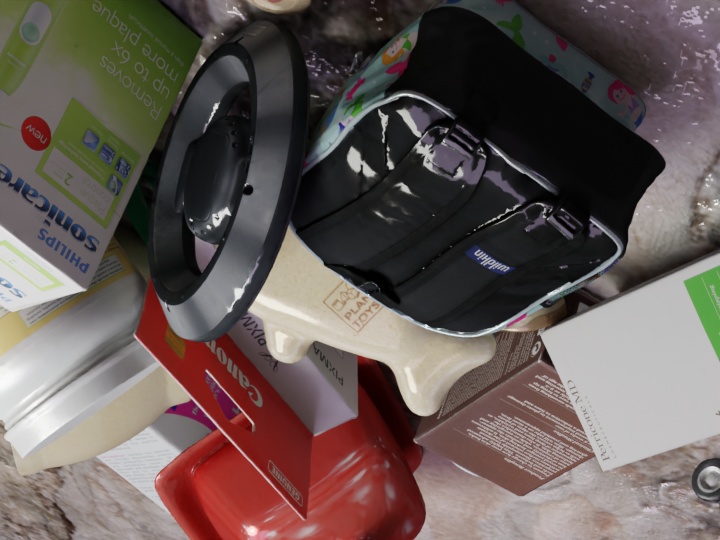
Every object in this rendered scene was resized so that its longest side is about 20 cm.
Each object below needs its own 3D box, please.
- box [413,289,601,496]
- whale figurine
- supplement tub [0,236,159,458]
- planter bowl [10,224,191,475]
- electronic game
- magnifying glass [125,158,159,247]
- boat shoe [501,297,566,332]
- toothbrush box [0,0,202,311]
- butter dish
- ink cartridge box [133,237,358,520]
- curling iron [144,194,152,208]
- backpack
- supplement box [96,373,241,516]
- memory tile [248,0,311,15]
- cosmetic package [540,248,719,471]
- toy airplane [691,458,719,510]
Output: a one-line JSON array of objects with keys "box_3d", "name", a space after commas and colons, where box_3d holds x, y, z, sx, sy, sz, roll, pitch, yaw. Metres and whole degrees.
[{"box_3d": [0.131, 0.090, 1.422, 0.100, 0.075, 0.200, 28, 148, -13], "name": "box"}, {"box_3d": [0.000, 0.000, 1.294, 0.200, 0.104, 0.159, 42, 109, -1], "name": "whale figurine"}, {"box_3d": [-0.229, 0.008, 1.300, 0.200, 0.145, 0.145, 55, 147, 2], "name": "supplement tub"}, {"box_3d": [-0.197, 0.045, 1.471, 0.135, 0.200, 0.200, -7, 150, -6], "name": "planter bowl"}, {"box_3d": [-0.080, -0.055, 1.197, 0.042, 0.200, 0.200, 13, 155, -24], "name": "electronic game"}, {"box_3d": [-0.108, 0.000, 1.407, 0.022, 0.080, 0.200, -28, 119, 15], "name": "magnifying glass"}, {"box_3d": [0.048, 0.001, 1.348, 0.200, 0.071, 0.065, 1, 110, 31], "name": "boat shoe"}, {"box_3d": [-0.204, -0.100, 1.198, 0.086, 0.200, 0.146, -13, 135, 46], "name": "toothbrush box"}, {"box_3d": [-0.026, 0.190, 1.537, 0.148, 0.199, 0.200, 49, 171, 41], "name": "butter dish"}, {"box_3d": [-0.071, 0.044, 1.352, 0.045, 0.176, 0.200, -26, 123, 20], "name": "ink cartridge box"}, {"box_3d": [-0.115, -0.022, 1.448, 0.200, 0.026, 0.050, 33, 128, -11], "name": "curling iron"}, {"box_3d": [0.058, -0.057, 1.146, 0.177, 0.151, 0.200, 34, 141, -12], "name": "backpack"}, {"box_3d": [-0.136, 0.140, 1.650, 0.103, 0.101, 0.200, -10, 138, 43], "name": "supplement box"}, {"box_3d": [-0.103, -0.223, 1.115, 0.200, 0.017, 0.153, 26, 150, -6], "name": "memory tile"}, {"box_3d": [0.219, 0.047, 1.240, 0.200, 0.085, 0.108, -31, 83, 53], "name": "cosmetic package"}, {"box_3d": [0.339, 0.155, 1.323, 0.199, 0.141, 0.200, 40, -179, -8], "name": "toy airplane"}]
